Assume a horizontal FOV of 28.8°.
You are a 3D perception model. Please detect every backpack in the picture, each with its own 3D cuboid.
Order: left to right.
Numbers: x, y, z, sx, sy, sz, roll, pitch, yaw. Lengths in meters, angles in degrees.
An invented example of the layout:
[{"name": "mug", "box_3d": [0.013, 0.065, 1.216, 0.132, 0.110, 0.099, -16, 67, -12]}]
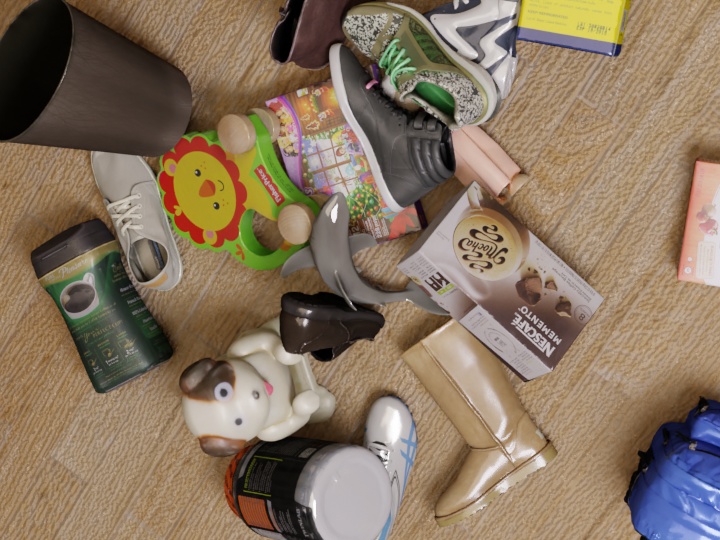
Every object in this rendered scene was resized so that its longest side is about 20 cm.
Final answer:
[{"name": "backpack", "box_3d": [0.374, 0.236, 1.515, 0.162, 0.200, 0.169, 21, 102, 11]}]

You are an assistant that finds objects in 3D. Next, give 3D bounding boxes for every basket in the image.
[{"name": "basket", "box_3d": [-0.303, -0.204, 1.603, 0.180, 0.200, 0.136, -49, 54, 22]}]

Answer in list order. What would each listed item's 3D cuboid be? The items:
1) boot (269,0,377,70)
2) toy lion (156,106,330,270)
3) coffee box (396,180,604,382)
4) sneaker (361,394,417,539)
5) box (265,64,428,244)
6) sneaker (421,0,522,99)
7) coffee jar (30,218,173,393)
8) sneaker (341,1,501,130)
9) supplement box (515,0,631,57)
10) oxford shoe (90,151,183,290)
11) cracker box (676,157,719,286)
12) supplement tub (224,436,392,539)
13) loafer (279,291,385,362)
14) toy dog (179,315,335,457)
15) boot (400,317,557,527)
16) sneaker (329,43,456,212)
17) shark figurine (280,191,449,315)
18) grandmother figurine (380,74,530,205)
[{"name": "boot", "box_3d": [-0.027, -0.314, 1.550, 0.072, 0.166, 0.201, 26, 103, 11]}, {"name": "toy lion", "box_3d": [-0.147, -0.085, 1.651, 0.192, 0.069, 0.200, -39, 83, 36]}, {"name": "coffee box", "box_3d": [0.155, 0.014, 1.560, 0.200, 0.080, 0.113, 42, 68, -4]}, {"name": "sneaker", "box_3d": [0.020, 0.248, 1.670, 0.071, 0.072, 0.201, 14, 100, 13]}, {"name": "box", "box_3d": [-0.016, -0.124, 1.641, 0.136, 0.039, 0.201, -17, 94, 16]}, {"name": "sneaker", "box_3d": [0.121, -0.298, 1.562, 0.129, 0.079, 0.200, 13, 101, 12]}, {"name": "coffee jar", "box_3d": [-0.318, 0.042, 1.715, 0.104, 0.085, 0.201, -26, 92, 19]}, {"name": "sneaker", "box_3d": [0.056, -0.219, 1.515, 0.200, 0.089, 0.077, 35, 128, 10]}, {"name": "supplement box", "box_3d": [0.244, -0.338, 1.511, 0.108, 0.110, 0.201, 13, 101, 11]}, {"name": "oxford shoe", "box_3d": [-0.274, -0.068, 1.704, 0.075, 0.058, 0.201, -22, 90, 19]}, {"name": "cracker box", "box_3d": [0.455, -0.042, 1.529, 0.199, 0.058, 0.135, 9, 100, 12]}, {"name": "supplement tub", "box_3d": [-0.066, 0.256, 1.626, 0.200, 0.122, 0.123, -1, 100, 53]}, {"name": "loafer", "box_3d": [-0.040, 0.066, 1.594, 0.073, 0.200, 0.072, 22, 96, 29]}, {"name": "toy dog", "box_3d": [-0.139, 0.135, 1.625, 0.193, 0.200, 0.140, -7, 96, 14]}, {"name": "boot", "box_3d": [0.111, 0.174, 1.644, 0.175, 0.066, 0.200, -35, 90, 4]}, {"name": "sneaker", "box_3d": [0.042, -0.173, 1.560, 0.099, 0.071, 0.201, -22, 99, 24]}, {"name": "shark figurine", "box_3d": [0.002, 0.017, 1.586, 0.128, 0.090, 0.214, -40, 130, 15]}, {"name": "grandmother figurine", "box_3d": [0.104, -0.157, 1.599, 0.200, 0.061, 0.121, 44, 97, 2]}]
